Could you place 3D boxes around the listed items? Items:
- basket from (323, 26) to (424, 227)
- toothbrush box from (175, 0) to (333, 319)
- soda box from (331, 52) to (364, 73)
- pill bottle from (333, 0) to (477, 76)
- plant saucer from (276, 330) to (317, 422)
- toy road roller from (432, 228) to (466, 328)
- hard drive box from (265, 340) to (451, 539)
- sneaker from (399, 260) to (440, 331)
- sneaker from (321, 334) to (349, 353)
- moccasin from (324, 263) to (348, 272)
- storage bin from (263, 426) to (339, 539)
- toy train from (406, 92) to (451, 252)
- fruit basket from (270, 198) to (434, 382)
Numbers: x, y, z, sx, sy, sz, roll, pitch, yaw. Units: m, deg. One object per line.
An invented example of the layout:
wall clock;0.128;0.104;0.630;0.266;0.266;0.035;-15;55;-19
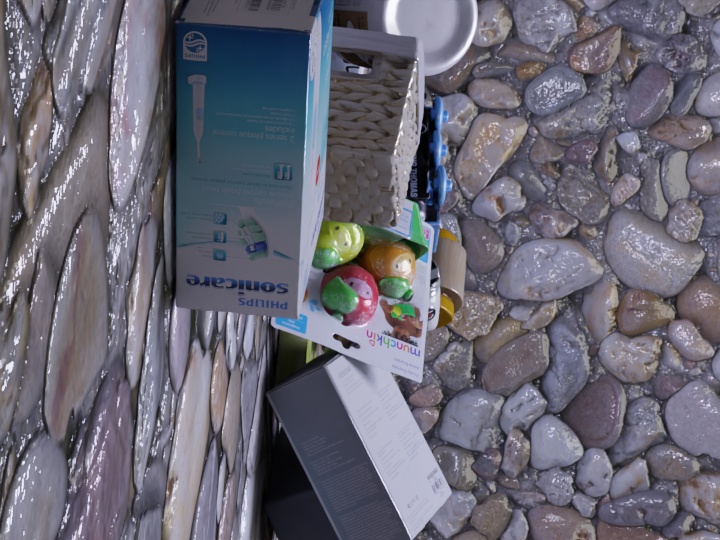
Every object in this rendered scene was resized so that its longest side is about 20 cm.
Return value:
basket;-0.013;-0.132;1.532;0.200;0.135;0.124;83;15;-71
toothbrush box;-0.067;-0.091;1.042;0.147;0.085;0.201;-79;175;-61
soda box;-0.030;-0.207;1.743;0.068;0.063;0.200;91;4;-53
pill bottle;0.023;-0.259;1.614;0.200;0.114;0.115;23;-70;62
plant saucer;-0.067;0.073;1.816;0.200;0.031;0.201;6;90;-86
toy road roller;0.023;0.007;2.053;0.146;0.200;0.123;42;41;-39
hard drive box;0.002;0.183;1.688;0.200;0.077;0.156;64;21;-1
sneaker;0.049;-0.001;1.921;0.200;0.074;0.089;-108;-175;-52
sneaker;0.007;0.058;1.915;0.089;0.080;0.200;51;21;-22
moccasin;-0.017;-0.022;1.869;0.201;0.073;0.078;-140;-144;-73
storage bin;-0.044;0.254;1.780;0.200;0.145;0.135;-79;146;-59
toy train;0.057;-0.120;1.878;0.114;0.086;0.200;99;-7;-53
fruit basket;0.000;0.000;1.695;0.094;0.185;0.200;-43;-147;44
